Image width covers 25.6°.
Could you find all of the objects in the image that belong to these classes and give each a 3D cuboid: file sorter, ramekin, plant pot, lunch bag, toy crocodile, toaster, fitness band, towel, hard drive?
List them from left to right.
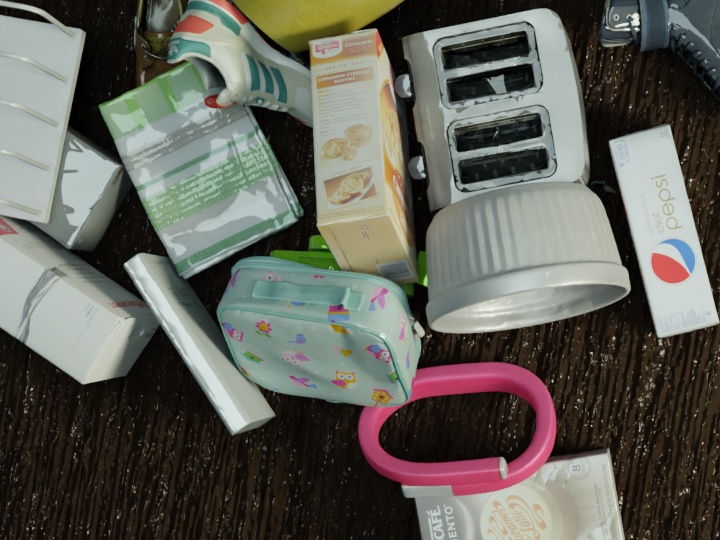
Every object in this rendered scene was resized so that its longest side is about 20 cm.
[{"bbox_3d":[-0.377,-0.163,1.578,0.137,0.124,0.203,10,88,10],"label":"file sorter"},{"bbox_3d":[-0.162,0.074,1.616,0.026,0.132,0.201,-34,84,6],"label":"hard drive"},{"bbox_3d":[-0.164,-0.110,1.637,0.148,0.031,0.202,-27,99,-4],"label":"towel"},{"bbox_3d":[-0.055,-0.304,1.579,0.200,0.200,0.142,46,103,8],"label":"plant pot"},{"bbox_3d":[-0.036,0.059,1.572,0.197,0.161,0.078,7,54,19],"label":"lunch bag"},{"bbox_3d":[0.000,0.000,1.630,0.197,0.062,0.068,-2,78,13],"label":"toy crocodile"},{"bbox_3d":[0.095,0.155,1.576,0.197,0.038,0.145,-5,47,12],"label":"fitness band"},{"bbox_3d":[0.141,-0.153,1.575,0.197,0.119,0.183,-9,88,9],"label":"toaster"},{"bbox_3d":[0.154,-0.013,1.536,0.198,0.200,0.106,-12,77,9],"label":"ramekin"}]

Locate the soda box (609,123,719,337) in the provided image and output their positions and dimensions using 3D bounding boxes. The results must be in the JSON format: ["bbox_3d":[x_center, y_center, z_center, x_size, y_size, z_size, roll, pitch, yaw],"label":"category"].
[{"bbox_3d":[0.300,-0.038,1.571,0.063,0.068,0.203,-13,87,9],"label":"soda box"}]

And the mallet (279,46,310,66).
[{"bbox_3d":[-0.115,-0.286,1.665,0.065,0.041,0.202,-23,89,7],"label":"mallet"}]

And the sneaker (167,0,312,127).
[{"bbox_3d":[-0.115,-0.187,1.600,0.199,0.070,0.094,40,67,-29],"label":"sneaker"}]

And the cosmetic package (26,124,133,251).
[{"bbox_3d":[-0.346,-0.116,1.676,0.199,0.090,0.107,35,93,6],"label":"cosmetic package"}]

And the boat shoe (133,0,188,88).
[{"bbox_3d":[-0.210,-0.237,1.662,0.071,0.068,0.203,-4,89,8],"label":"boat shoe"}]

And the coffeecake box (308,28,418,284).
[{"bbox_3d":[0.004,-0.106,1.548,0.072,0.154,0.202,-8,65,10],"label":"coffeecake box"}]

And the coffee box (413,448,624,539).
[{"bbox_3d":[0.160,0.251,1.583,0.197,0.080,0.116,-11,86,9],"label":"coffee box"}]

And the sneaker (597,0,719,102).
[{"bbox_3d":[0.312,-0.213,1.560,0.144,0.077,0.205,-12,77,-2],"label":"sneaker"}]

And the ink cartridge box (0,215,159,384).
[{"bbox_3d":[-0.321,0.028,1.636,0.199,0.146,0.083,34,95,9],"label":"ink cartridge box"}]
